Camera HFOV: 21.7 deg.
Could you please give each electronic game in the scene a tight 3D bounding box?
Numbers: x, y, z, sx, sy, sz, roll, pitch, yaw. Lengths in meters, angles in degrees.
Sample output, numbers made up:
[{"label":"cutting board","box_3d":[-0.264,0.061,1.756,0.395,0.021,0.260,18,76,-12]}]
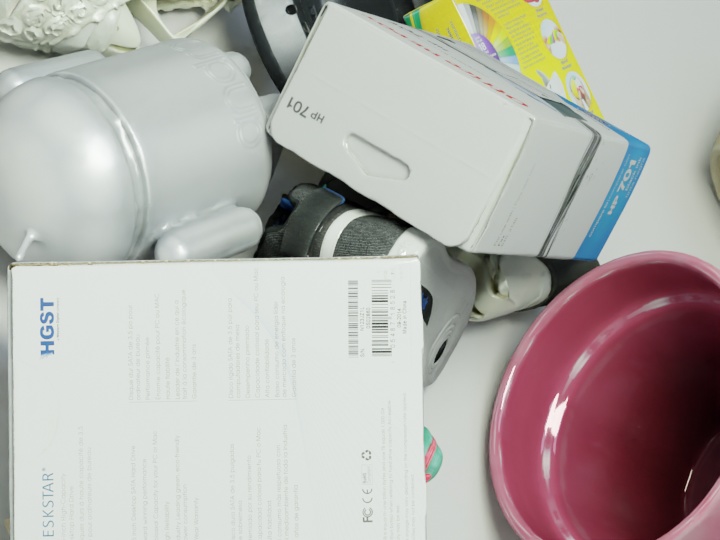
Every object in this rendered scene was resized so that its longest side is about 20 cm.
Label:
[{"label":"electronic game","box_3d":[-0.008,-0.163,1.206,0.200,0.041,0.201,27,53,-43]}]

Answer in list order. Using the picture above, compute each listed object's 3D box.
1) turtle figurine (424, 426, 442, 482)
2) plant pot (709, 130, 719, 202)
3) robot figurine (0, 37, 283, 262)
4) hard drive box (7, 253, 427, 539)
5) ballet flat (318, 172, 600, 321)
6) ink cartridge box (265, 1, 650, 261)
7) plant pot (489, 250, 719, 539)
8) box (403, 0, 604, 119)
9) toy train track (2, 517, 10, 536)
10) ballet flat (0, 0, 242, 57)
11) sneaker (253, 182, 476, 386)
[{"label":"turtle figurine","box_3d":[-0.027,0.084,1.046,0.199,0.101,0.150,29,49,-12]},{"label":"plant pot","box_3d":[0.333,-0.074,1.355,0.134,0.200,0.201,-25,81,-6]},{"label":"robot figurine","box_3d":[-0.129,-0.061,1.032,0.169,0.113,0.199,41,42,25]},{"label":"hard drive box","box_3d":[-0.069,0.073,0.921,0.199,0.077,0.157,0,87,-2]},{"label":"ballet flat","box_3d":[0.060,-0.007,1.176,0.199,0.068,0.069,20,45,-16]},{"label":"ink cartridge box","box_3d":[0.061,-0.075,1.077,0.146,0.086,0.200,32,12,23]},{"label":"plant pot","box_3d":[0.207,0.113,1.152,0.179,0.199,0.201,31,50,-40]},{"label":"box","box_3d":[0.102,-0.123,1.251,0.117,0.048,0.201,-30,97,-53]},{"label":"toy train track","box_3d":[-0.089,0.093,0.974,0.199,0.033,0.115,-27,88,-4]},{"label":"ballet flat","box_3d":[-0.133,-0.160,1.113,0.200,0.072,0.072,-30,85,-42]},{"label":"sneaker","box_3d":[0.000,0.000,1.088,0.111,0.200,0.073,26,77,16]}]
